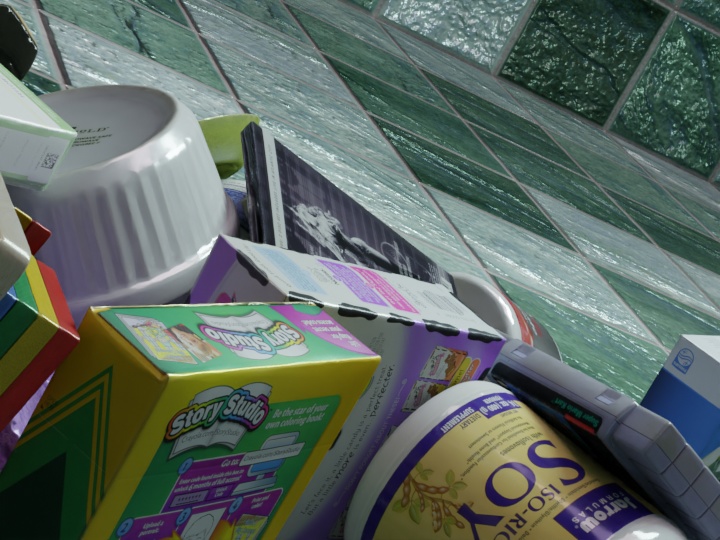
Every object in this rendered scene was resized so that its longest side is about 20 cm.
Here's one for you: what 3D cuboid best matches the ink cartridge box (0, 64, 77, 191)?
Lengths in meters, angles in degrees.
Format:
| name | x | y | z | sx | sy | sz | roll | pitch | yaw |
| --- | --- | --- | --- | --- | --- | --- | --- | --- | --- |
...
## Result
| name | x | y | z | sx | sy | sz | roll | pitch | yaw |
| --- | --- | --- | --- | --- | --- | --- | --- | --- | --- |
| ink cartridge box | -0.273 | -0.111 | 1.056 | 0.145 | 0.048 | 0.200 | 41 | 15 | 30 |

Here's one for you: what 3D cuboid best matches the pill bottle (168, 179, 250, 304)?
| name | x | y | z | sx | sy | sz | roll | pitch | yaw |
| --- | --- | --- | --- | --- | --- | --- | --- | --- | --- |
| pill bottle | -0.109 | 0.006 | 1.333 | 0.110 | 0.111 | 0.200 | 30 | 14 | 0 |

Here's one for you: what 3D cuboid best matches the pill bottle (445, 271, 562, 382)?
| name | x | y | z | sx | sy | sz | roll | pitch | yaw |
| --- | --- | --- | --- | --- | --- | --- | --- | --- | --- |
| pill bottle | 0.093 | 0.075 | 1.455 | 0.110 | 0.111 | 0.200 | 36 | 1 | 24 |

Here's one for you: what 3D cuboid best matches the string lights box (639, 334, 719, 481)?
| name | x | y | z | sx | sy | sz | roll | pitch | yaw |
| --- | --- | --- | --- | --- | --- | --- | --- | --- | --- |
| string lights box | 0.210 | 0.143 | 1.310 | 0.059 | 0.201 | 0.103 | 36 | 17 | 29 |

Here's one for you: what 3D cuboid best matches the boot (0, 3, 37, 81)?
| name | x | y | z | sx | sy | sz | roll | pitch | yaw |
| --- | --- | --- | --- | --- | --- | --- | --- | --- | --- |
| boot | -0.302 | -0.121 | 1.247 | 0.078 | 0.199 | 0.138 | 62 | 3 | -17 |

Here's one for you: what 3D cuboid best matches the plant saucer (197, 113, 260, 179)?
| name | x | y | z | sx | sy | sz | roll | pitch | yaw |
| --- | --- | --- | --- | --- | --- | --- | --- | --- | --- |
| plant saucer | -0.163 | -0.066 | 1.399 | 0.200 | 0.199 | 0.031 | -12 | 81 | -68 |

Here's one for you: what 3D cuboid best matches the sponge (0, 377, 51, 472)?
| name | x | y | z | sx | sy | sz | roll | pitch | yaw |
| --- | --- | --- | --- | --- | --- | --- | --- | --- | --- |
| sponge | -0.187 | 0.063 | 1.024 | 0.030 | 0.112 | 0.200 | -16 | 21 | -1 |

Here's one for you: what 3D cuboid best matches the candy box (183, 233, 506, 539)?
| name | x | y | z | sx | sy | sz | roll | pitch | yaw |
| --- | --- | --- | --- | --- | --- | --- | --- | --- | --- |
| candy box | -0.033 | 0.080 | 1.122 | 0.199 | 0.168 | 0.071 | 13 | 21 | -48 |

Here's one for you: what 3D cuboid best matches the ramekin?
| name | x | y | z | sx | sy | sz | roll | pitch | yaw |
| --- | --- | --- | --- | --- | --- | --- | --- | --- | --- |
| ramekin | -0.181 | -0.046 | 1.207 | 0.201 | 0.095 | 0.203 | -8 | 26 | 4 |

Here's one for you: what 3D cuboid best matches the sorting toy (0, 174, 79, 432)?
| name | x | y | z | sx | sy | sz | roll | pitch | yaw |
| --- | --- | --- | --- | --- | --- | --- | --- | --- | --- |
| sorting toy | -0.218 | 0.035 | 0.882 | 0.069 | 0.200 | 0.199 | 37 | 9 | -31 |

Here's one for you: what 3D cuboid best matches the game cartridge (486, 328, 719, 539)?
| name | x | y | z | sx | sy | sz | roll | pitch | yaw |
| --- | --- | --- | --- | --- | --- | --- | --- | --- | --- |
| game cartridge | 0.152 | 0.108 | 1.158 | 0.130 | 0.038 | 0.200 | 44 | -8 | -29 |

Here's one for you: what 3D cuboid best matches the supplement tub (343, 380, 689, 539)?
| name | x | y | z | sx | sy | sz | roll | pitch | yaw |
| --- | --- | --- | --- | --- | --- | --- | --- | --- | --- |
| supplement tub | 0.103 | 0.175 | 1.110 | 0.200 | 0.146 | 0.145 | 38 | 17 | 30 |

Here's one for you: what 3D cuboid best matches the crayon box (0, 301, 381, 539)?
| name | x | y | z | sx | sy | sz | roll | pitch | yaw |
| --- | --- | --- | --- | --- | --- | --- | --- | --- | --- |
| crayon box | -0.095 | 0.101 | 0.926 | 0.058 | 0.173 | 0.200 | 36 | 16 | 23 |

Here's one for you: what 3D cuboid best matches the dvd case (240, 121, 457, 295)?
| name | x | y | z | sx | sy | sz | roll | pitch | yaw |
| --- | --- | --- | --- | --- | --- | --- | --- | --- | --- |
| dvd case | 0.000 | 0.000 | 1.260 | 0.200 | 0.016 | 0.149 | 37 | 25 | -29 |

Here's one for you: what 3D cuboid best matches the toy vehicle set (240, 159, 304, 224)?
| name | x | y | z | sx | sy | sz | roll | pitch | yaw |
| --- | --- | --- | --- | --- | --- | --- | --- | --- | --- |
| toy vehicle set | -0.026 | 0.029 | 1.338 | 0.124 | 0.026 | 0.201 | -56 | 127 | -76 |
